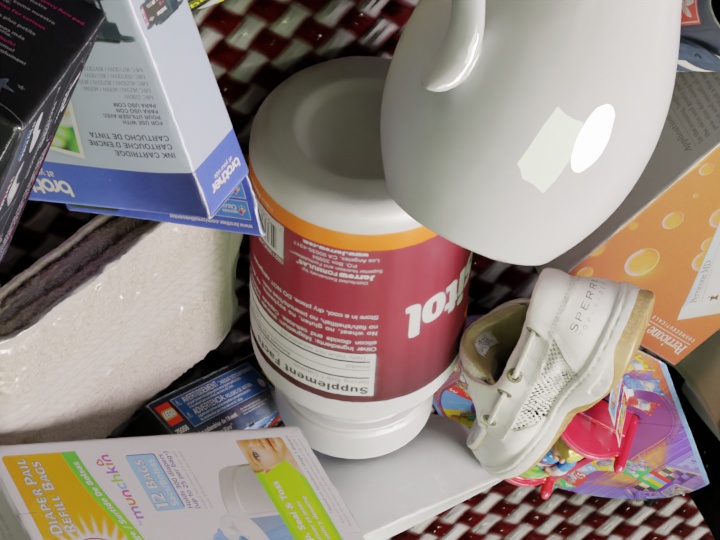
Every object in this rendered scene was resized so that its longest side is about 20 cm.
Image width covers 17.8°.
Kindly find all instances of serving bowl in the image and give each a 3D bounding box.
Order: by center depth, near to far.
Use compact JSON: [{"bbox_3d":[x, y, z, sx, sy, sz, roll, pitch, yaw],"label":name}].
[{"bbox_3d":[-0.021,0.129,1.289,0.200,0.066,0.200,-25,172,-4],"label":"serving bowl"}]

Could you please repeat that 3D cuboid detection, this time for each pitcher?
[{"bbox_3d":[0.070,-0.108,0.978,0.171,0.121,0.201,1,119,-50],"label":"pitcher"}]

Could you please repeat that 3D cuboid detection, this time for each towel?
[{"bbox_3d":[-0.119,0.028,1.110,0.200,0.034,0.133,-41,152,-40],"label":"towel"}]

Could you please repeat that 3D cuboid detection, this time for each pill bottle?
[{"bbox_3d":[0.000,0.000,1.158,0.113,0.113,0.200,-13,140,-14],"label":"pill bottle"}]

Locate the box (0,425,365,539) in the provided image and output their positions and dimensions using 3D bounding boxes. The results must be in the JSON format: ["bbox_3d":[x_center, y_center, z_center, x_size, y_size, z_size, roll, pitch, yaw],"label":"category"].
[{"bbox_3d":[-0.101,0.151,1.093,0.200,0.113,0.101,1,137,-45],"label":"box"}]

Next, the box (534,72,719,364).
[{"bbox_3d":[0.186,-0.064,1.195,0.200,0.098,0.124,-42,138,20],"label":"box"}]

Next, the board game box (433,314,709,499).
[{"bbox_3d":[0.106,0.095,1.307,0.157,0.039,0.200,5,148,24],"label":"board game box"}]

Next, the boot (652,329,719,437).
[{"bbox_3d":[0.261,0.030,1.288,0.199,0.155,0.072,-20,137,-15],"label":"boot"}]

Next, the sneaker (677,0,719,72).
[{"bbox_3d":[0.142,-0.124,1.067,0.199,0.075,0.085,-3,-173,14],"label":"sneaker"}]

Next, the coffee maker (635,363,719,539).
[{"bbox_3d":[0.266,0.138,1.379,0.134,0.200,0.192,-13,139,-13],"label":"coffee maker"}]

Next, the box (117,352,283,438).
[{"bbox_3d":[-0.128,0.132,1.245,0.200,0.040,0.137,-47,170,24],"label":"box"}]

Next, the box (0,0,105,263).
[{"bbox_3d":[-0.221,-0.073,0.890,0.199,0.115,0.132,27,121,-2],"label":"box"}]

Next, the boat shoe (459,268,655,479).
[{"bbox_3d":[0.083,0.045,1.165,0.069,0.071,0.200,26,151,-3],"label":"boat shoe"}]

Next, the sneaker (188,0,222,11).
[{"bbox_3d":[-0.053,-0.174,0.942,0.074,0.085,0.200,30,129,6],"label":"sneaker"}]

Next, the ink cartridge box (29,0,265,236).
[{"bbox_3d":[-0.121,-0.089,0.966,0.119,0.042,0.200,7,135,31],"label":"ink cartridge box"}]
